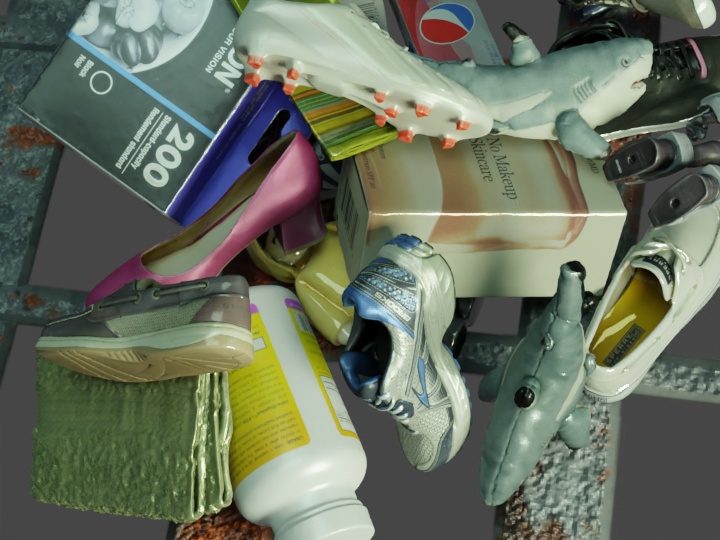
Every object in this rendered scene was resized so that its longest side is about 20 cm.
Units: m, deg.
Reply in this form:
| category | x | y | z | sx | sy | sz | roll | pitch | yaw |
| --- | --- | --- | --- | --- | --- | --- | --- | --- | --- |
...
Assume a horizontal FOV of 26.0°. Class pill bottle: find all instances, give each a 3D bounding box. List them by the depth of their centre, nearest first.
| category | x | y | z | sx | sy | sz | roll | pitch | yaw |
| --- | --- | --- | --- | --- | --- | --- | --- | --- | --- |
| pill bottle | -0.060 | 0.119 | 1.167 | 0.104 | 0.104 | 0.201 | -23 | 65 | -3 |

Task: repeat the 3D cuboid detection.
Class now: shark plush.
| category | x | y | z | sx | sy | sz | roll | pitch | yaw |
| --- | --- | --- | --- | --- | --- | --- | --- | --- | --- |
| shark plush | 0.136 | 0.082 | 1.115 | 0.091 | 0.201 | 0.083 | 37 | 43 | 10 |
| shark plush | 0.116 | -0.149 | 1.177 | 0.198 | 0.091 | 0.084 | 12 | 112 | 7 |

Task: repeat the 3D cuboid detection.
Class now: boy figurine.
| category | x | y | z | sx | sy | sz | roll | pitch | yaw |
| --- | --- | --- | --- | --- | --- | --- | --- | --- | --- |
| boy figurine | 0.000 | 0.000 | 1.233 | 0.199 | 0.065 | 0.125 | 26 | 74 | 13 |

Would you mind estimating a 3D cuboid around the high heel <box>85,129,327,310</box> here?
| category | x | y | z | sx | sy | sz | roll | pitch | yaw |
| --- | --- | --- | --- | --- | --- | --- | --- | --- | --- |
| high heel | -0.119 | -0.033 | 1.158 | 0.199 | 0.096 | 0.067 | -19 | 39 | -8 |

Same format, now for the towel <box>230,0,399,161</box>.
| category | x | y | z | sx | sy | sz | roll | pitch | yaw |
| --- | --- | --- | --- | --- | --- | --- | --- | --- | --- |
| towel | -0.039 | -0.176 | 1.166 | 0.086 | 0.018 | 0.201 | -24 | 75 | -34 |

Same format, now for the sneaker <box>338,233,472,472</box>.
| category | x | y | z | sx | sy | sz | roll | pitch | yaw |
| --- | --- | --- | --- | --- | --- | --- | --- | --- | --- |
| sneaker | 0.022 | 0.073 | 1.131 | 0.085 | 0.201 | 0.077 | -34 | 39 | -30 |

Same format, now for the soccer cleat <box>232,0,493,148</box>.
| category | x | y | z | sx | sy | sz | roll | pitch | yaw |
| --- | --- | --- | --- | --- | --- | --- | --- | --- | --- |
| soccer cleat | 0.007 | -0.150 | 1.120 | 0.198 | 0.069 | 0.078 | 18 | 70 | -9 |

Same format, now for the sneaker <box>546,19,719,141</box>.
| category | x | y | z | sx | sy | sz | roll | pitch | yaw |
| --- | --- | --- | --- | --- | --- | --- | --- | --- | --- |
| sneaker | 0.232 | -0.162 | 1.252 | 0.198 | 0.099 | 0.071 | -17 | 64 | -2 |

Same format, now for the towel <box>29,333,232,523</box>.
| category | x | y | z | sx | sy | sz | roll | pitch | yaw |
| --- | --- | --- | --- | --- | --- | --- | --- | --- | --- |
| towel | -0.173 | 0.112 | 1.169 | 0.199 | 0.036 | 0.150 | -4 | 81 | 36 |

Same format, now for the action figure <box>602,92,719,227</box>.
| category | x | y | z | sx | sy | sz | roll | pitch | yaw |
| --- | --- | --- | --- | --- | --- | --- | --- | --- | --- |
| action figure | 0.282 | -0.078 | 1.190 | 0.199 | 0.069 | 0.131 | -8 | 62 | -41 |

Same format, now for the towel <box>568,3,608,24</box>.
| category | x | y | z | sx | sy | sz | roll | pitch | yaw |
| --- | --- | --- | --- | --- | --- | --- | --- | --- | --- |
| towel | 0.199 | -0.322 | 1.371 | 0.144 | 0.024 | 0.201 | -29 | 68 | -7 |

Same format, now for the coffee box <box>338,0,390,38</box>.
| category | x | y | z | sx | sy | sz | roll | pitch | yaw |
| --- | --- | --- | --- | --- | --- | --- | --- | --- | --- |
| coffee box | -0.078 | -0.199 | 1.294 | 0.198 | 0.080 | 0.113 | -12 | 30 | 2 |

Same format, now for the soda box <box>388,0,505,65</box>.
| category | x | y | z | sx | sy | sz | roll | pitch | yaw |
| --- | --- | --- | --- | --- | --- | --- | --- | --- | --- |
| soda box | 0.067 | -0.198 | 1.280 | 0.063 | 0.070 | 0.201 | -19 | 51 | 0 |

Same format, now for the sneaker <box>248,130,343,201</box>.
| category | x | y | z | sx | sy | sz | roll | pitch | yaw |
| --- | --- | --- | --- | --- | --- | --- | --- | --- | --- |
| sneaker | -0.029 | -0.100 | 1.254 | 0.198 | 0.109 | 0.071 | 0 | 66 | 8 |

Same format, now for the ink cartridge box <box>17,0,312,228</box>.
| category | x | y | z | sx | sy | sz | roll | pitch | yaw |
| --- | --- | --- | --- | --- | --- | --- | --- | --- | --- |
| ink cartridge box | -0.130 | -0.147 | 1.208 | 0.199 | 0.043 | 0.199 | 35 | 89 | 1 |

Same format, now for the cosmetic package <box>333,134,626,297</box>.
| category | x | y | z | sx | sy | sz | roll | pitch | yaw |
| --- | --- | --- | --- | --- | --- | --- | --- | --- | --- |
| cosmetic package | 0.087 | -0.043 | 1.181 | 0.198 | 0.088 | 0.104 | -1 | 42 | -14 |

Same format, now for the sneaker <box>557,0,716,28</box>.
| category | x | y | z | sx | sy | sz | roll | pitch | yaw |
| --- | --- | --- | --- | --- | --- | --- | --- | --- | --- |
| sneaker | 0.204 | -0.238 | 1.285 | 0.082 | 0.077 | 0.200 | -47 | 55 | -3 |

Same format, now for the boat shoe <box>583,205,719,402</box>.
| category | x | y | z | sx | sy | sz | roll | pitch | yaw |
| --- | --- | --- | --- | --- | --- | --- | --- | --- | --- |
| boat shoe | 0.229 | 0.008 | 1.194 | 0.071 | 0.070 | 0.200 | 34 | 74 | 19 |

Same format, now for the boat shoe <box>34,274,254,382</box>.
| category | x | y | z | sx | sy | sz | roll | pitch | yaw |
| --- | --- | --- | --- | --- | --- | --- | --- | --- | --- |
| boat shoe | -0.150 | 0.038 | 1.101 | 0.199 | 0.072 | 0.065 | -7 | 65 | 41 |
